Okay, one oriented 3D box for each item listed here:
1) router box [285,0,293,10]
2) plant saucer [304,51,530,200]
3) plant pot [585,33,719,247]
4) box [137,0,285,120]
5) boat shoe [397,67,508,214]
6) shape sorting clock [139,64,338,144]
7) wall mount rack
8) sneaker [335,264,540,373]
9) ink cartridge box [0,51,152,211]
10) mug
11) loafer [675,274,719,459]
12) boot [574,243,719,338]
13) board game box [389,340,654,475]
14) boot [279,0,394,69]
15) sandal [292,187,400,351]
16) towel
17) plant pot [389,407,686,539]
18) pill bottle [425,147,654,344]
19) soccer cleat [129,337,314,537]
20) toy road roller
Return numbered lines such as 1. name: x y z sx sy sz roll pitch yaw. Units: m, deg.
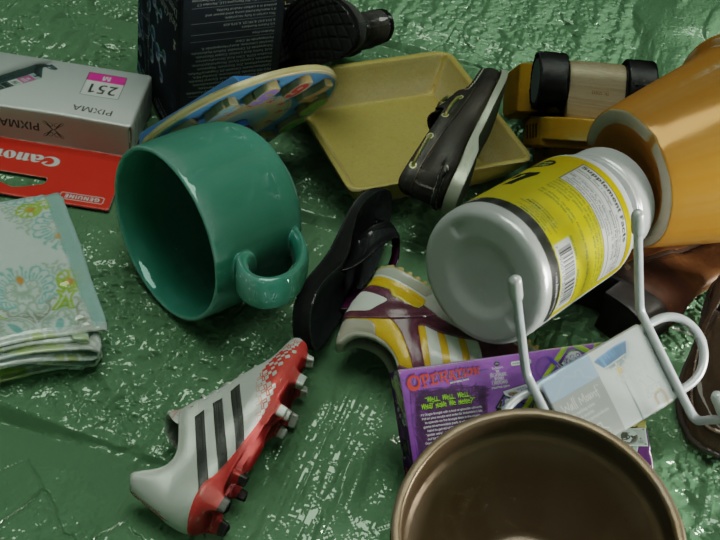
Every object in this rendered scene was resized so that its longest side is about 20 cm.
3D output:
1. router box: -0.146 -0.334 1.533 0.155 0.053 0.201 -4 43 -14
2. plant saucer: 0.040 -0.138 1.347 0.198 0.049 0.201 -11 45 -21
3. plant pot: 0.309 -0.104 1.197 0.182 0.201 0.201 -17 47 -22
4. box: -0.151 -0.246 1.318 0.106 0.201 0.149 -11 44 -21
5. boat shoe: 0.090 -0.133 1.259 0.060 0.072 0.202 19 45 6
6. shape sorting clock: -0.111 -0.135 1.225 0.198 0.200 0.040 -18 84 -27
7. wall mount rack: 0.186 0.063 1.006 0.199 0.075 0.175 -27 90 -20
8. sneaker: 0.075 0.081 1.097 0.199 0.075 0.090 29 67 16
9. ink cartridge box: -0.317 -0.141 1.291 0.198 0.044 0.174 9 40 0
10. mug: -0.113 -0.035 1.134 0.114 0.152 0.186 -24 77 -35
11. loafer: 0.313 0.066 1.131 0.072 0.071 0.201 12 53 5
12. boot: 0.255 -0.033 1.251 0.199 0.069 0.188 -29 53 -36
13. board game box: 0.127 0.123 1.031 0.198 0.032 0.121 -6 85 -17
14. boot: -0.016 -0.251 1.378 0.131 0.071 0.199 -14 11 -30
15. sandal: 0.000 0.001 1.155 0.047 0.076 0.201 9 39 19
16. towel: -0.312 0.015 1.112 0.169 0.048 0.201 -9 44 -21
17. plant pot: 0.117 0.204 0.922 0.198 0.093 0.202 1 55 -1
18. pill bottle: 0.153 -0.028 1.090 0.114 0.115 0.199 33 38 25
19. soccer cleat: -0.101 0.115 1.022 0.085 0.069 0.201 23 47 10
20. toy road roller: 0.214 -0.137 1.346 0.121 0.148 0.200 5 4 -4
